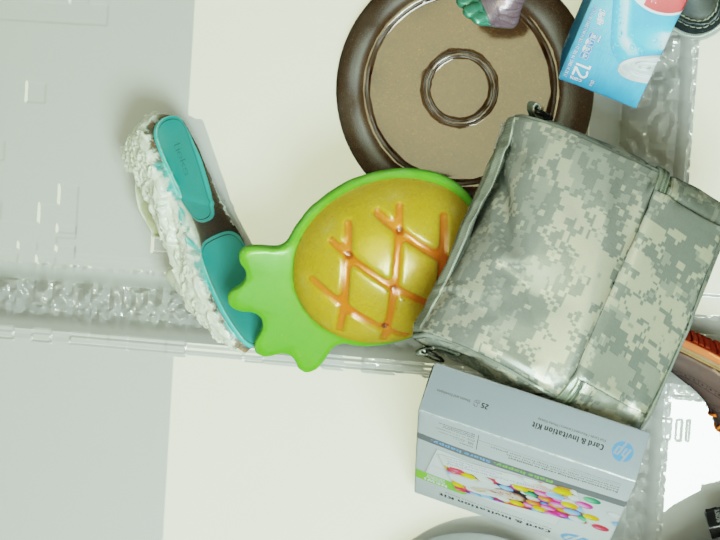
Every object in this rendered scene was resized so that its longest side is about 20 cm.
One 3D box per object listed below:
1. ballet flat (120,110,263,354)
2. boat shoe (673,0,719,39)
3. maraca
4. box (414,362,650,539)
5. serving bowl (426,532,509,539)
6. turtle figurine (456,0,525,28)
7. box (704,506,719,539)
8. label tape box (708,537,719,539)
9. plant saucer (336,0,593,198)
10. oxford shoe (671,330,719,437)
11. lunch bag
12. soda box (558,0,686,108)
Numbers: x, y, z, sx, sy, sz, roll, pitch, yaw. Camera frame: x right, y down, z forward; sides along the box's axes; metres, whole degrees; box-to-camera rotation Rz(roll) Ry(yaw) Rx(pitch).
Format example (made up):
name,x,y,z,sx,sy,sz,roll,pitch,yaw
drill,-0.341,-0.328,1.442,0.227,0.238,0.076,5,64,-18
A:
name,x,y,z,sx,sy,sz,roll,pitch,yaw
ballet flat,-0.132,-0.026,1.404,0.072,0.072,0.201,-22,87,10
boat shoe,0.207,-0.260,1.330,0.076,0.060,0.200,-36,87,9
maraca,0.000,0.000,1.350,0.199,0.107,0.137,-25,111,6
box,0.117,0.140,1.299,0.155,0.200,0.041,18,69,8
serving bowl,0.081,0.302,1.357,0.199,0.066,0.201,3,99,21
turtle figurine,0.127,-0.276,1.269,0.100,0.150,0.200,26,127,2
box,0.348,0.250,1.323,0.142,0.036,0.201,-18,104,10
label tape box,0.262,0.268,1.283,0.063,0.200,0.145,-29,87,-30
plant saucer,0.077,-0.138,1.374,0.199,0.032,0.201,1,94,9
oxford shoe,0.283,0.108,1.333,0.200,0.071,0.073,34,102,6
lunch bag,0.144,0.001,1.286,0.167,0.139,0.201,27,83,-12
soda box,0.206,-0.222,1.275,0.064,0.068,0.201,20,118,-1
